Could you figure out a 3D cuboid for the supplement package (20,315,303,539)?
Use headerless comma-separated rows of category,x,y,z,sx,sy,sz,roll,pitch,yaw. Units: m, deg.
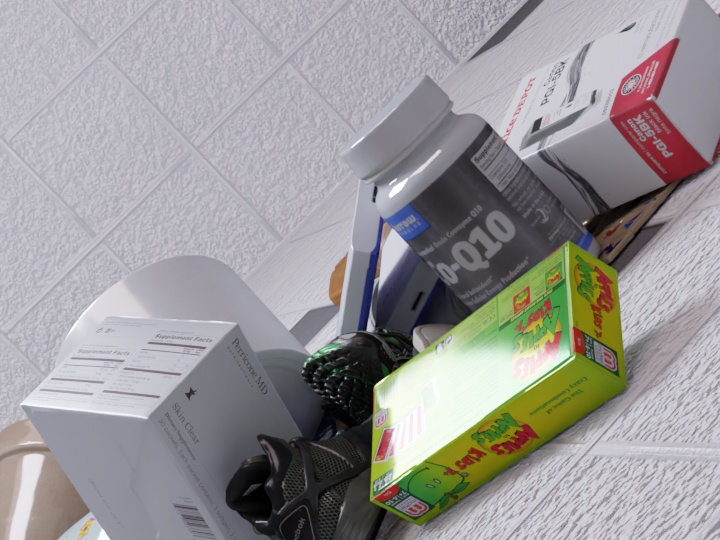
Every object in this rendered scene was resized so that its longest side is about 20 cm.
supplement package,-0.132,0.146,1.500,0.156,0.200,0.111,1,40,44

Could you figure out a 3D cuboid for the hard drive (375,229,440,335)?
hard drive,0.051,-0.019,1.744,0.200,0.025,0.132,-83,18,-63

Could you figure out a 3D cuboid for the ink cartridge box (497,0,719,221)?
ink cartridge box,0.208,-0.127,1.627,0.200,0.083,0.147,-25,29,43

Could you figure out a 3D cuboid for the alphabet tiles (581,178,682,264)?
alphabet tiles,0.184,-0.013,1.615,0.200,0.008,0.167,-47,8,-24

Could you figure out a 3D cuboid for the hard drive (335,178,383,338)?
hard drive,0.000,0.000,1.663,0.200,0.025,0.132,99,179,-50

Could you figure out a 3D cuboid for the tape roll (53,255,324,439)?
tape roll,-0.148,0.106,1.702,0.203,0.139,0.203,-27,-38,-24

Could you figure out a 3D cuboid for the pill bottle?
pill bottle,0.085,-0.052,1.552,0.114,0.200,0.114,-43,7,7

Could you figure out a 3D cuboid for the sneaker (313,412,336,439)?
sneaker,-0.042,0.142,1.788,0.200,0.076,0.077,-34,38,44

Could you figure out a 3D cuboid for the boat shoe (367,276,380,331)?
boat shoe,0.055,0.015,1.936,0.057,0.069,0.200,-39,7,33

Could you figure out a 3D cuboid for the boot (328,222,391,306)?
boot,0.043,-0.043,2.382,0.155,0.077,0.200,-43,13,41

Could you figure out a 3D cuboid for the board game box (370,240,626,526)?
board game box,0.088,0.078,1.305,0.200,0.048,0.102,-39,34,35

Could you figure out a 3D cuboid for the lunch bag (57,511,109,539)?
lunch bag,-0.231,0.287,1.714,0.170,0.122,0.200,-46,0,3

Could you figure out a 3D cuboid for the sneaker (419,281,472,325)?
sneaker,0.094,0.003,1.778,0.080,0.070,0.200,-43,7,33

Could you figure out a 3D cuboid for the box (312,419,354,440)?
box,-0.074,0.209,1.672,0.200,0.032,0.121,-44,7,4

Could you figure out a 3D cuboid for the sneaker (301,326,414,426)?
sneaker,0.006,0.076,1.579,0.085,0.078,0.200,-60,-8,-11

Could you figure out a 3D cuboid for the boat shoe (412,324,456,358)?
boat shoe,0.070,0.096,1.495,0.200,0.073,0.063,-96,10,-75

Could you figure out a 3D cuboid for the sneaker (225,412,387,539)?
sneaker,-0.027,0.142,1.431,0.199,0.114,0.076,-57,-15,-62

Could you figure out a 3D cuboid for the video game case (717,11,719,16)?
video game case,0.299,-0.169,1.752,0.200,0.036,0.181,-44,8,6

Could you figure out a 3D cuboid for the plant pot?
plant pot,-0.340,0.289,2.176,0.200,0.200,0.175,-38,27,39
